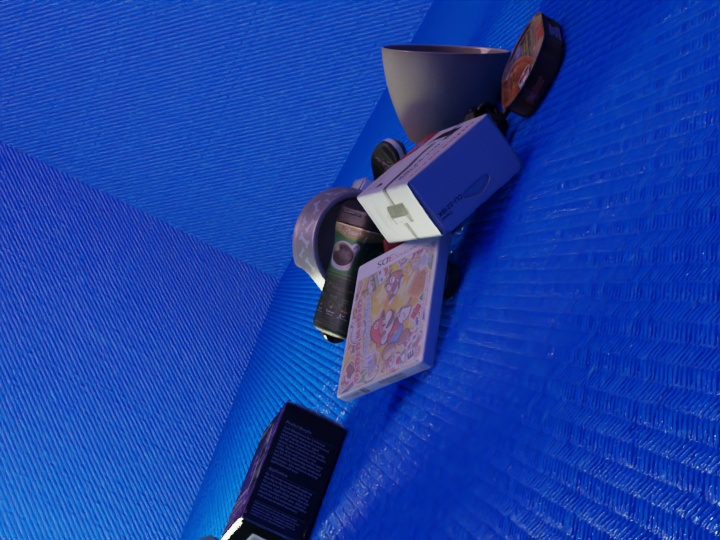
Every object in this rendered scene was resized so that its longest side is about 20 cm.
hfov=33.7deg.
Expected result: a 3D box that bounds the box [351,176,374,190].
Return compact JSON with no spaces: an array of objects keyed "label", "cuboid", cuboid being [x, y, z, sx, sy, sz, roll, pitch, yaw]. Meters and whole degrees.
[{"label":"box","cuboid":[-0.006,-0.077,2.384,0.202,0.096,0.176,-64,8,-2]}]

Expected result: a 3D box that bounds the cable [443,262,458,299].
[{"label":"cable","cuboid":[0.089,0.008,1.599,0.200,0.050,0.098,-94,25,-75]}]

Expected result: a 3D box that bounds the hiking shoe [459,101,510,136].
[{"label":"hiking shoe","cuboid":[0.165,-0.186,1.688,0.101,0.075,0.200,-56,16,-4]}]

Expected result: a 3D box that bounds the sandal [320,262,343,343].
[{"label":"sandal","cuboid":[-0.021,0.014,1.843,0.054,0.081,0.202,12,82,49]}]

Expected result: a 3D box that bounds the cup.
[{"label":"cup","cuboid":[0.128,-0.269,1.830,0.200,0.197,0.145,-93,5,-75]}]

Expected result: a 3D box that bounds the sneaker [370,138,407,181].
[{"label":"sneaker","cuboid":[0.088,-0.161,1.879,0.120,0.084,0.201,-36,-25,-16]}]

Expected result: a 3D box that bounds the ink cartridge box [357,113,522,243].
[{"label":"ink cartridge box","cuboid":[0.098,-0.114,1.527,0.144,0.084,0.200,-41,11,-15]}]

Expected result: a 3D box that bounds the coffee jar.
[{"label":"coffee jar","cuboid":[0.000,0.000,1.747,0.104,0.085,0.203,19,97,49]}]

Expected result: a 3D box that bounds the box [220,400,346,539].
[{"label":"box","cuboid":[-0.117,0.323,1.789,0.148,0.103,0.202,-55,13,56]}]

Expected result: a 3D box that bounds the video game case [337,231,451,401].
[{"label":"video game case","cuboid":[0.043,0.055,1.544,0.181,0.023,0.202,-28,44,48]}]

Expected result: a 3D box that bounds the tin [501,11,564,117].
[{"label":"tin","cuboid":[0.232,-0.279,1.602,0.201,0.041,0.113,-78,11,-61]}]

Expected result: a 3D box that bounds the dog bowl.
[{"label":"dog bowl","cuboid":[-0.011,-0.041,1.957,0.058,0.199,0.202,-3,59,63]}]

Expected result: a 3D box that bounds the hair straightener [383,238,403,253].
[{"label":"hair straightener","cuboid":[0.054,0.047,1.630,0.201,0.040,0.078,-103,20,-46]}]

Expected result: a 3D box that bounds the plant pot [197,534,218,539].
[{"label":"plant pot","cuboid":[-0.202,0.462,1.616,0.162,0.200,0.201,-54,5,-14]}]
